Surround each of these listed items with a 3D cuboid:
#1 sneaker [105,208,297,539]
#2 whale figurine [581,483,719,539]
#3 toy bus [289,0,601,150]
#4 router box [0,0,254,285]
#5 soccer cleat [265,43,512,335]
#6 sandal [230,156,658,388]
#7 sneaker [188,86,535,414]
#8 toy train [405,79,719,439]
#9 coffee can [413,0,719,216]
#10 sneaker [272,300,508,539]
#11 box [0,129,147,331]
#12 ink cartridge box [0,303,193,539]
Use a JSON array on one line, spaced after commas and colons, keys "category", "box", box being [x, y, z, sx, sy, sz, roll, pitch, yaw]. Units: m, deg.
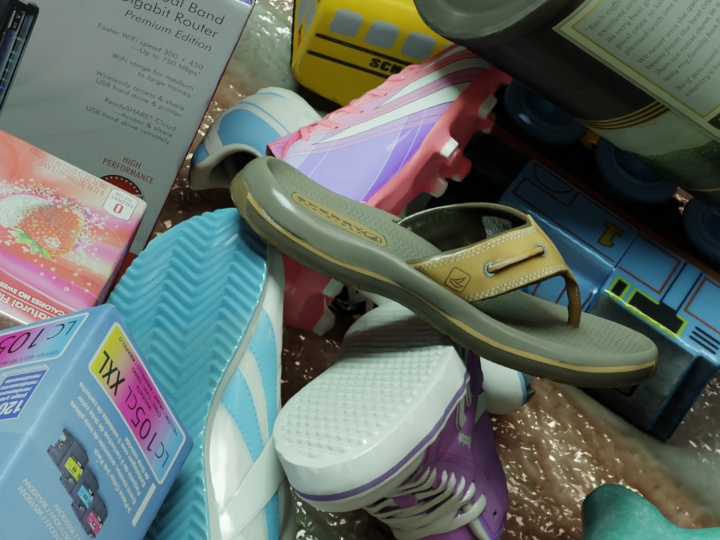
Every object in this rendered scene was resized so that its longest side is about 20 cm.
[{"category": "sneaker", "box": [-0.064, 0.071, 1.055, 0.076, 0.081, 0.201, -5, 62, 25]}, {"category": "whale figurine", "box": [0.188, 0.151, 1.126, 0.199, 0.104, 0.159, 28, 42, 0]}, {"category": "toy bus", "box": [0.062, -0.108, 1.331, 0.199, 0.079, 0.065, 16, 43, -15]}, {"category": "router box", "box": [-0.164, -0.099, 1.122, 0.199, 0.180, 0.049, 20, 41, -9]}, {"category": "soccer cleat", "box": [0.002, -0.053, 1.160, 0.076, 0.067, 0.200, 33, 54, 9]}, {"category": "sandal", "box": [0.042, -0.007, 1.071, 0.199, 0.055, 0.082, 27, 13, -9]}, {"category": "sneaker", "box": [0.000, 0.000, 1.208, 0.072, 0.072, 0.200, -41, 78, -20]}, {"category": "toy train", "box": [0.110, -0.014, 1.263, 0.199, 0.087, 0.114, 35, 48, 6]}, {"category": "coffee can", "box": [0.142, -0.124, 1.165, 0.199, 0.146, 0.147, 30, 36, -32]}, {"category": "sneaker", "box": [0.026, 0.086, 1.078, 0.200, 0.072, 0.115, -45, 121, -69]}, {"category": "box", "box": [-0.205, -0.012, 1.075, 0.199, 0.095, 0.103, 27, 42, -3]}, {"category": "ink cartridge box", "box": [-0.162, 0.111, 0.939, 0.077, 0.136, 0.201, 58, 35, -26]}]
